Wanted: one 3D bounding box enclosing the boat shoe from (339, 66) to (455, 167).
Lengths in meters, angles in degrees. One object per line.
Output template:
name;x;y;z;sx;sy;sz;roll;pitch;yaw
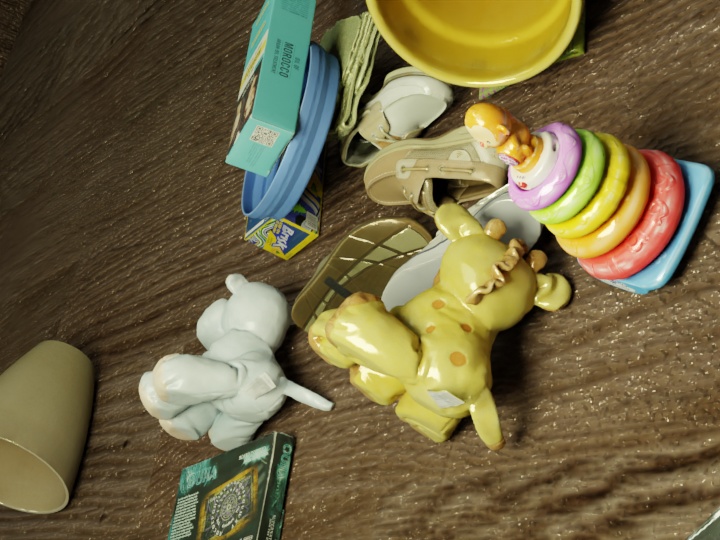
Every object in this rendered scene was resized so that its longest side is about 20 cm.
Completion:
boat shoe;0.037;-0.158;1.351;0.200;0.074;0.069;-22;50;64

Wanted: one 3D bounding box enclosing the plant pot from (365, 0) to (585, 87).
plant pot;0.120;-0.305;1.178;0.200;0.200;0.189;-34;25;42

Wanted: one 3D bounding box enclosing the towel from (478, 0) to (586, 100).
towel;0.178;-0.273;1.257;0.143;0.023;0.201;-23;49;49

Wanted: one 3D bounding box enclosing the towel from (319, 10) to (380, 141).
towel;-0.024;-0.210;1.414;0.200;0.036;0.149;-171;100;-73

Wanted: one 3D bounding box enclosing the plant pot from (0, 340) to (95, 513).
plant pot;-0.453;0.202;1.779;0.187;0.187;0.201;-31;28;44

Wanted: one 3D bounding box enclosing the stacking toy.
stacking toy;0.154;-0.070;0.951;0.116;0.199;0.110;24;88;60

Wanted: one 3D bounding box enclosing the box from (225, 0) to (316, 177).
box;-0.093;-0.204;1.342;0.082;0.049;0.201;129;154;-50

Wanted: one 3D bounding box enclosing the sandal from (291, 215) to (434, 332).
sandal;0.000;0.000;1.293;0.200;0.080;0.054;-42;14;41

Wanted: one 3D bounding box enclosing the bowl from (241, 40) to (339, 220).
bowl;-0.075;-0.149;1.381;0.201;0.039;0.202;-161;90;-74

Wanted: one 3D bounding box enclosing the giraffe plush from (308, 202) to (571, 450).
giraffe plush;0.076;0.037;1.060;0.163;0.172;0.200;-56;25;-16

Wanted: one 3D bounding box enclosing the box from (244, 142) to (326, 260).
box;-0.086;-0.118;1.521;0.070;0.064;0.201;-35;39;42

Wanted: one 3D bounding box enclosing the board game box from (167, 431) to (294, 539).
board game box;-0.144;0.258;1.356;0.200;0.028;0.136;-27;45;48

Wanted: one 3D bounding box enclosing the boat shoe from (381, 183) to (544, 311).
boat shoe;0.096;-0.016;1.156;0.200;0.071;0.070;-45;7;37

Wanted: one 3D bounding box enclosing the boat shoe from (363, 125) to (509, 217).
boat shoe;0.068;-0.089;1.239;0.199;0.071;0.065;-16;53;52

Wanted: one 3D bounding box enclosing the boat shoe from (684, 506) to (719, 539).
boat shoe;0.203;0.208;0.786;0.200;0.068;0.074;-59;30;8

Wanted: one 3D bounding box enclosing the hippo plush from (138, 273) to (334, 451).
hippo plush;-0.141;0.082;1.357;0.200;0.159;0.162;-32;42;44
